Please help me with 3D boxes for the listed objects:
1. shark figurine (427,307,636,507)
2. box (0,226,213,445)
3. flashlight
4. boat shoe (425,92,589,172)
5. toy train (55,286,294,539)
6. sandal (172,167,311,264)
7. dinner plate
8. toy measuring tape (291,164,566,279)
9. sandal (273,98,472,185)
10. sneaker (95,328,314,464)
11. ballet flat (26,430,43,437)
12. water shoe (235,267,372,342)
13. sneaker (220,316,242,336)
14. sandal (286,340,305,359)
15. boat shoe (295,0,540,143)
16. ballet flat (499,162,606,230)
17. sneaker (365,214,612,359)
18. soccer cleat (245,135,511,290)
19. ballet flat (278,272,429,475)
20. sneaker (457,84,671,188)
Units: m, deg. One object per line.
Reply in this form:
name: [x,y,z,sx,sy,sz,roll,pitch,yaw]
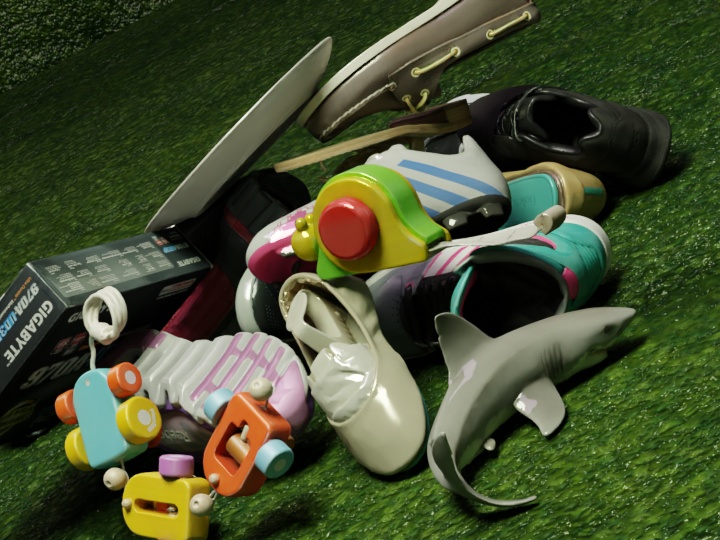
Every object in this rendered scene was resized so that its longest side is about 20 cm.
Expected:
shark figurine: [0.067,0.072,1.331,0.128,0.090,0.214,-17,18,37]
box: [-0.210,0.050,1.568,0.159,0.046,0.200,-50,-14,23]
flashlight: [-0.116,0.020,1.671,0.200,0.068,0.068,-51,12,13]
boat shoe: [0.111,-0.100,1.801,0.200,0.072,0.068,0,30,44]
toy train: [-0.115,0.101,1.432,0.056,0.150,0.200,2,28,-48]
sandal: [-0.126,-0.025,1.718,0.200,0.076,0.043,-30,43,-23]
dinner plate: [-0.084,-0.094,1.632,0.200,0.024,0.200,-45,1,1]
toy measuring tape: [0.036,-0.041,1.438,0.200,0.074,0.074,-11,23,33]
sandal: [0.024,-0.073,1.642,0.078,0.070,0.212,-12,7,38]
sneaker: [-0.098,0.096,1.525,0.200,0.088,0.080,5,43,46]
ballet flat: [-0.223,0.073,1.833,0.200,0.074,0.074,-40,19,-16]
water shoe: [0.000,0.000,1.602,0.200,0.072,0.079,-21,10,-36]
sneaker: [-0.129,0.019,1.820,0.080,0.076,0.200,-37,17,-9]
sandal: [-0.025,0.013,1.702,0.082,0.055,0.200,11,38,0]
boat shoe: [0.044,-0.153,1.633,0.200,0.060,0.072,-38,-1,-11]
ballet flat: [0.106,-0.044,1.678,0.063,0.069,0.200,-6,2,-40]
sneaker: [0.067,0.027,1.476,0.200,0.084,0.121,-21,9,20]
soccer cleat: [0.007,-0.043,1.560,0.200,0.086,0.070,-13,-32,-16]
ballet flat: [-0.012,0.061,1.435,0.069,0.069,0.200,-28,33,1]
sneaker: [0.139,-0.112,1.671,0.200,0.091,0.076,7,82,48]
